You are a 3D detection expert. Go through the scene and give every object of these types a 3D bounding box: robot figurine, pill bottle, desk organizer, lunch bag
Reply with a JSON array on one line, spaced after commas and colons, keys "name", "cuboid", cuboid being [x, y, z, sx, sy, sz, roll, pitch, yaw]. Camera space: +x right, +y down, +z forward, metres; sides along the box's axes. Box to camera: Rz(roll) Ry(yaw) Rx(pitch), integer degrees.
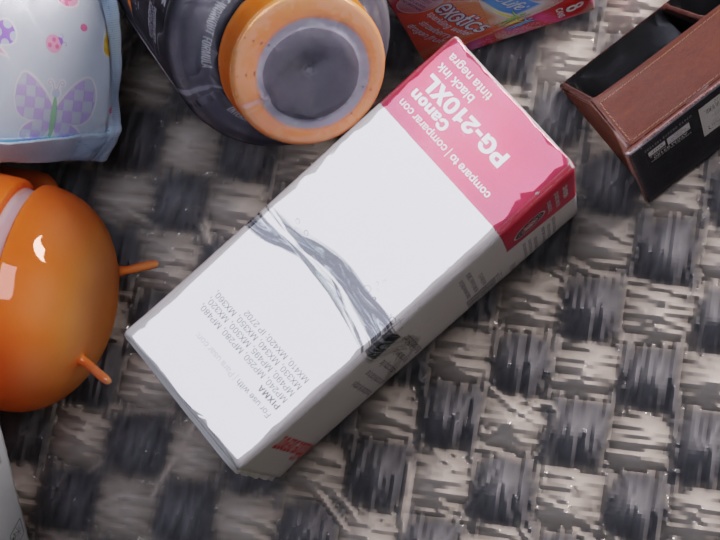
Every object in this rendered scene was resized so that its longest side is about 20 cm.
[{"name": "robot figurine", "cuboid": [-0.205, 0.005, 1.153, 0.200, 0.144, 0.117, 12, 96, 7]}, {"name": "pill bottle", "cuboid": [-0.049, -0.123, 1.108, 0.106, 0.106, 0.200, -39, 28, 1]}, {"name": "desk organizer", "cuboid": [0.189, -0.131, 1.125, 0.200, 0.072, 0.077, -38, 68, 1]}, {"name": "lunch bag", "cuboid": [-0.223, -0.135, 1.164, 0.127, 0.169, 0.200, -47, 60, 44]}]

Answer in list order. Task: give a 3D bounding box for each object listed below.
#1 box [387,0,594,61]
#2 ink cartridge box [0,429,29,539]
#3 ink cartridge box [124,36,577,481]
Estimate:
[{"name": "box", "cuboid": [0.041, -0.219, 1.169, 0.094, 0.103, 0.200, -17, 71, 8]}, {"name": "ink cartridge box", "cuboid": [-0.248, 0.094, 1.107, 0.173, 0.200, 0.044, 12, 47, 16]}, {"name": "ink cartridge box", "cuboid": [0.000, 0.000, 1.090, 0.200, 0.145, 0.084, -42, 81, 0]}]
